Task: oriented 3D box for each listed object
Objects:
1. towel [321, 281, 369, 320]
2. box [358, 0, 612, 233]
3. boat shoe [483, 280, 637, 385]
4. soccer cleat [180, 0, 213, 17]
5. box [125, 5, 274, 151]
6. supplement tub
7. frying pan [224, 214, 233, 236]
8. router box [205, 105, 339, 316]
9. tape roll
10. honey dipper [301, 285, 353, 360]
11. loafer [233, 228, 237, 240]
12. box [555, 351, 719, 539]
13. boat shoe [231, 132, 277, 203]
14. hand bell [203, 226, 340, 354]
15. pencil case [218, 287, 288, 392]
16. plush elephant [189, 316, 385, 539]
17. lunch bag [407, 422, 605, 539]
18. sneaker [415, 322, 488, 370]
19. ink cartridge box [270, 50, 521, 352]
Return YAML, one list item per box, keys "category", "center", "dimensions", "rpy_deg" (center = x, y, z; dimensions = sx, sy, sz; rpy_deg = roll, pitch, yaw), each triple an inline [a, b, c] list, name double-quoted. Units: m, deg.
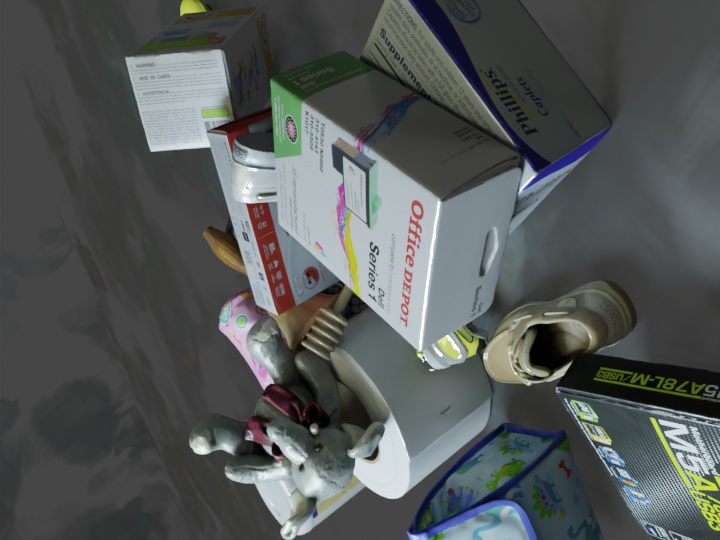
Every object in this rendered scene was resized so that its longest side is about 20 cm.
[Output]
- category: "towel"
  center: [-0.061, 0.079, 0.993]
  dimensions: [0.198, 0.084, 0.170]
  rpy_deg: [21, 129, 50]
- category: "box"
  center: [0.079, -0.118, 0.594]
  dimensions: [0.186, 0.103, 0.201]
  rpy_deg: [56, 150, 12]
- category: "boat shoe"
  center: [0.165, 0.070, 0.644]
  dimensions: [0.073, 0.064, 0.200]
  rpy_deg: [59, 150, 5]
- category: "soccer cleat"
  center: [-0.226, -0.277, 0.976]
  dimensions: [0.064, 0.083, 0.205]
  rpy_deg: [28, 135, 44]
- category: "box"
  center: [-0.173, -0.227, 0.800]
  dimensions: [0.109, 0.202, 0.104]
  rpy_deg: [-2, 122, 8]
- category: "supplement tub"
  center: [-0.049, 0.263, 1.003]
  dimensions: [0.145, 0.197, 0.148]
  rpy_deg: [37, 142, 35]
- category: "frying pan"
  center: [-0.155, -0.103, 0.954]
  dimensions: [0.115, 0.030, 0.195]
  rpy_deg: [-40, 38, 50]
- category: "router box"
  center: [-0.058, -0.084, 0.766]
  dimensions: [0.048, 0.177, 0.205]
  rpy_deg: [17, 128, 49]
- category: "tape roll"
  center: [0.040, 0.144, 0.832]
  dimensions: [0.202, 0.137, 0.207]
  rpy_deg: [38, 143, 37]
- category: "honey dipper"
  center: [0.000, 0.000, 0.755]
  dimensions: [0.037, 0.203, 0.038]
  rpy_deg: [29, 173, 4]
- category: "loafer"
  center: [-0.092, -0.051, 0.866]
  dimensions: [0.072, 0.199, 0.073]
  rpy_deg: [26, 94, 17]
- category: "box"
  center: [0.268, 0.155, 0.516]
  dimensions: [0.202, 0.048, 0.191]
  rpy_deg: [54, 157, -22]
- category: "boat shoe"
  center: [-0.042, -0.096, 0.705]
  dimensions: [0.071, 0.196, 0.072]
  rpy_deg: [39, 125, 41]
- category: "hand bell"
  center: [-0.120, 0.010, 0.861]
  dimensions: [0.199, 0.104, 0.105]
  rpy_deg: [40, 145, 14]
- category: "pencil case"
  center: [-0.118, 0.122, 0.955]
  dimensions: [0.202, 0.086, 0.088]
  rpy_deg: [53, 149, 20]
- category: "plush elephant"
  center: [-0.065, 0.180, 0.737]
  dimensions: [0.199, 0.166, 0.154]
  rpy_deg: [41, 171, -20]
- category: "lunch bag"
  center: [0.149, 0.282, 0.705]
  dimensions: [0.126, 0.197, 0.174]
  rpy_deg: [-12, 103, 59]
- category: "sneaker"
  center: [0.083, -0.003, 0.728]
  dimensions: [0.074, 0.075, 0.206]
  rpy_deg: [-13, 91, 19]
- category: "ink cartridge box"
  center: [0.017, -0.059, 0.549]
  dimensions: [0.199, 0.083, 0.148]
  rpy_deg: [40, 143, 35]
